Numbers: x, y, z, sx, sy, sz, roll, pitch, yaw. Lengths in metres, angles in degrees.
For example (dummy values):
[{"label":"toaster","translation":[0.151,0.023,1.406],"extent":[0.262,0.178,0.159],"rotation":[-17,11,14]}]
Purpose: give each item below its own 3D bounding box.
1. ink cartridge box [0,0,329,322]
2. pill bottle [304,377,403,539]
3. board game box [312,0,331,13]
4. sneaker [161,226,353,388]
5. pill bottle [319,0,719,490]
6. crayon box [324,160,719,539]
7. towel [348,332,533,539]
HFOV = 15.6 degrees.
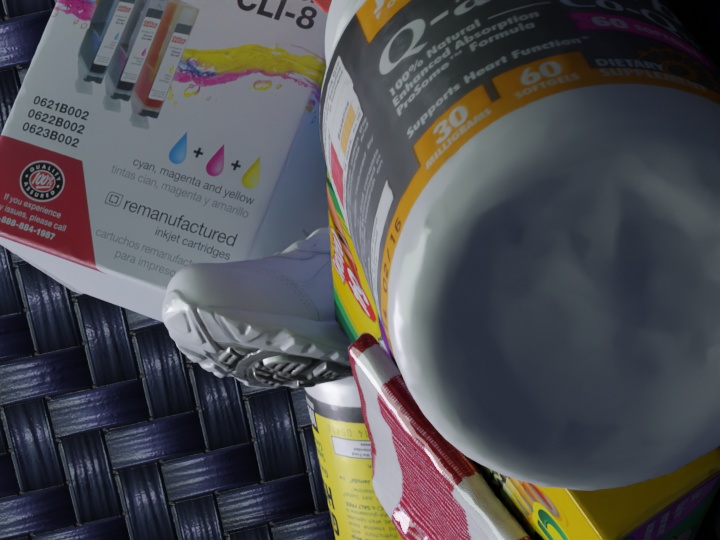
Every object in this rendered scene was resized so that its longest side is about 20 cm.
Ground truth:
[{"label":"ink cartridge box","translation":[-0.063,-0.076,1.243],"extent":[0.200,0.145,0.145],"rotation":[-69,-22,-8]},{"label":"pill bottle","translation":[0.038,0.129,1.483],"extent":[0.112,0.112,0.201],"rotation":[-113,12,-71]},{"label":"board game box","translation":[-0.039,-0.225,1.099],"extent":[0.153,0.040,0.200],"rotation":[43,-146,-30]},{"label":"sneaker","translation":[0.000,0.000,1.151],"extent":[0.078,0.200,0.100],"rotation":[-21,70,53]},{"label":"pill bottle","translation":[0.049,-0.032,0.758],"extent":[0.200,0.116,0.117],"rotation":[-110,9,-62]},{"label":"crayon box","translation":[0.056,0.043,0.978],"extent":[0.173,0.058,0.200],"rotation":[57,170,17]},{"label":"towel","translation":[0.059,0.127,0.998],"extent":[0.200,0.023,0.144],"rotation":[52,169,23]}]
